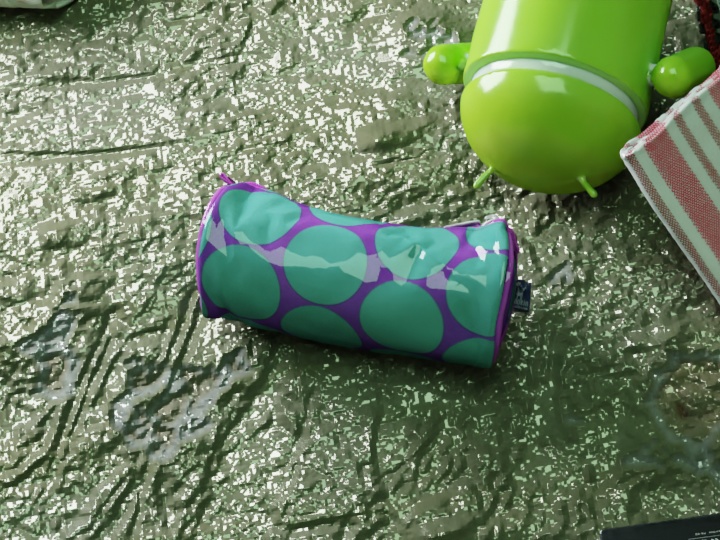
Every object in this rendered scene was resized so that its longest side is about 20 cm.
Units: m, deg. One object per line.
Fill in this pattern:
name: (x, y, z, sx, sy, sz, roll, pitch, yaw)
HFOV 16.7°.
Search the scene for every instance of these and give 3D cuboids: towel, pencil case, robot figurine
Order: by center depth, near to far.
towel: (0.261, -0.073, 1.474, 0.200, 0.030, 0.147, -40, 106, -14)
pencil case: (0.000, 0.000, 1.485, 0.199, 0.085, 0.093, 9, 78, 13)
robot figurine: (0.127, -0.137, 1.520, 0.174, 0.116, 0.201, 5, 66, 22)

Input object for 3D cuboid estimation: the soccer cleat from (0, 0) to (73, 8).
soccer cleat: (-0.243, -0.204, 1.651, 0.199, 0.069, 0.078, -16, 62, -4)

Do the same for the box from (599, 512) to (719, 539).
box: (0.240, 0.226, 1.341, 0.199, 0.050, 0.200, -8, 61, 3)

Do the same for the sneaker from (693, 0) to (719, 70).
sneaker: (0.264, -0.162, 1.551, 0.095, 0.079, 0.201, -4, 68, -4)
